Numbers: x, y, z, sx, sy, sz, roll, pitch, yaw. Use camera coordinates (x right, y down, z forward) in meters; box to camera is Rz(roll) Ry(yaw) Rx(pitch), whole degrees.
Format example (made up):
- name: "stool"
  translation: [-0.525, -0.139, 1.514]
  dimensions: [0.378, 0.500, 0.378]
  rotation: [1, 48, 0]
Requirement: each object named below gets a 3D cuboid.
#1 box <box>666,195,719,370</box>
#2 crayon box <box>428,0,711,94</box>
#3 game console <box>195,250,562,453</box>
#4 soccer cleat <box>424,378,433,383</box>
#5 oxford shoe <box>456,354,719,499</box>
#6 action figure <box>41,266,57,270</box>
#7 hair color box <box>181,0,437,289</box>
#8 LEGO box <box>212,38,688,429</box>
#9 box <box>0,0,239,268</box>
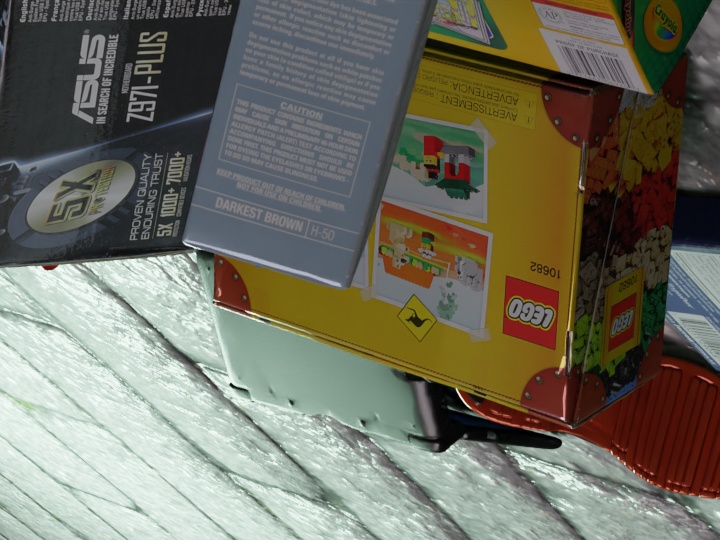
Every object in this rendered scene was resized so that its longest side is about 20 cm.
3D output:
- name: "box"
  translation: [0.212, 0.014, 1.010]
  dimensions: [0.200, 0.032, 0.121]
  rotation: [9, 152, 51]
- name: "crayon box"
  translation: [0.026, -0.144, 0.844]
  dimensions: [0.200, 0.058, 0.119]
  rotation: [19, 158, 32]
- name: "game console"
  translation: [0.011, 0.048, 1.434]
  dimensions: [0.200, 0.116, 0.176]
  rotation: [11, 123, 45]
- name: "soccer cleat"
  translation: [0.029, 0.009, 1.203]
  dimensions: [0.200, 0.081, 0.068]
  rotation: [25, 161, 18]
- name: "oxford shoe"
  translation: [0.155, 0.073, 1.233]
  dimensions: [0.199, 0.071, 0.073]
  rotation: [21, -171, 16]
- name: "action figure"
  translation: [-0.230, -0.083, 1.298]
  dimensions: [0.200, 0.065, 0.052]
  rotation: [58, 150, 36]
- name: "hair color box"
  translation: [-0.001, -0.107, 0.722]
  dimensions: [0.060, 0.201, 0.099]
  rotation: [16, -159, 1]
- name: "LEGO box"
  translation: [0.033, -0.037, 0.962]
  dimensions: [0.200, 0.077, 0.149]
  rotation: [18, 117, 33]
- name: "box"
  translation: [-0.103, -0.129, 0.783]
  dimensions: [0.164, 0.086, 0.200]
  rotation: [-116, 31, -42]
